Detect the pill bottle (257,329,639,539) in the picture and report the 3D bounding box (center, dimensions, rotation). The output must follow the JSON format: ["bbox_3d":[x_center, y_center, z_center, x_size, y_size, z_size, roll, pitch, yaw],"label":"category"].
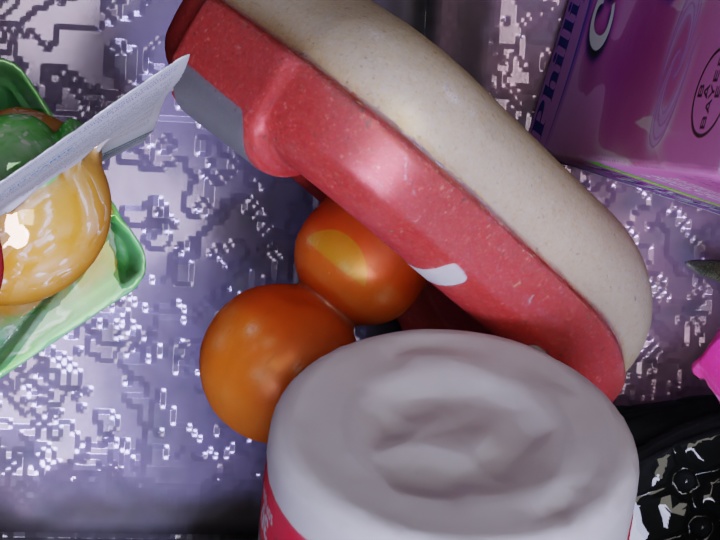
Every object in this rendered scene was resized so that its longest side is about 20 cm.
[{"bbox_3d":[0.019,0.127,0.893,0.110,0.111,0.200,-3,125,-14],"label":"pill bottle"}]

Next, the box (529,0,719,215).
[{"bbox_3d":[0.148,-0.105,0.939,0.096,0.200,0.176,17,91,-14],"label":"box"}]

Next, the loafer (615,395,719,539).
[{"bbox_3d":[0.065,0.087,1.002,0.200,0.070,0.068,-15,95,1],"label":"loafer"}]

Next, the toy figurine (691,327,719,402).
[{"bbox_3d":[0.147,0.077,0.855,0.150,0.200,0.185,9,99,11],"label":"toy figurine"}]

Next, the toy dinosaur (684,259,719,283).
[{"bbox_3d":[0.211,0.040,1.028,0.200,0.077,0.103,19,75,-20],"label":"toy dinosaur"}]

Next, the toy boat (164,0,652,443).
[{"bbox_3d":[0.000,0.000,0.928,0.131,0.130,0.200,-51,133,-1],"label":"toy boat"}]

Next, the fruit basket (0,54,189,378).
[{"bbox_3d":[-0.140,-0.008,0.877,0.185,0.200,0.094,-34,86,-9],"label":"fruit basket"}]
